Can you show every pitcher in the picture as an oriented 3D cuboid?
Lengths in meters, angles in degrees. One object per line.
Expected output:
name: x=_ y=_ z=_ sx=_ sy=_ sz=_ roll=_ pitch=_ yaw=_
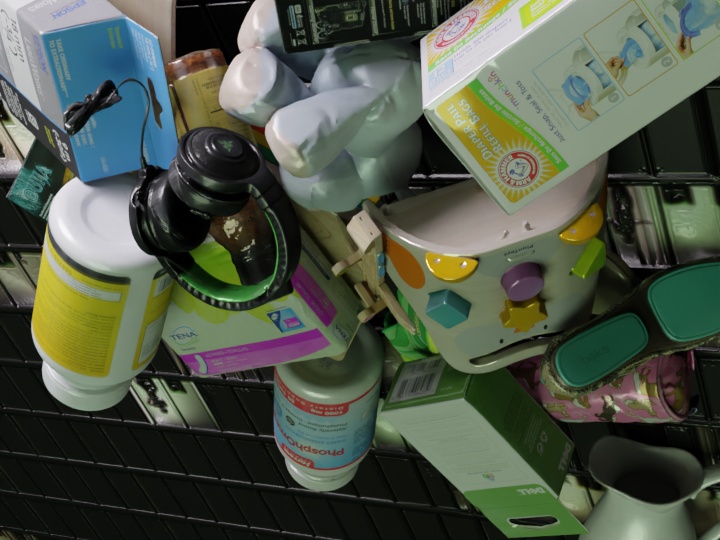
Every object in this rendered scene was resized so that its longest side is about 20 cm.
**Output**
pitcher: x=0.300 y=0.261 z=1.348 sx=0.169 sy=0.122 sz=0.202 roll=3 pitch=127 yaw=5

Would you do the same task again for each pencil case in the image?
pencil case: x=0.201 y=0.099 z=1.230 sx=0.198 sy=0.084 sz=0.086 roll=-9 pitch=148 yaw=37

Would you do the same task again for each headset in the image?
headset: x=-0.132 y=-0.053 z=1.008 sx=0.123 sy=0.094 sz=0.201 roll=-34 pitch=98 yaw=38

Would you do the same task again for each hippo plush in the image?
hippo plush: x=-0.008 y=-0.134 z=1.073 sx=0.197 sy=0.161 sz=0.161 roll=-22 pitch=157 yaw=-6

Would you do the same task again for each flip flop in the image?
flip flop: x=0.143 y=0.013 z=1.186 sx=0.197 sy=0.058 sz=0.082 roll=7 pitch=139 yaw=24

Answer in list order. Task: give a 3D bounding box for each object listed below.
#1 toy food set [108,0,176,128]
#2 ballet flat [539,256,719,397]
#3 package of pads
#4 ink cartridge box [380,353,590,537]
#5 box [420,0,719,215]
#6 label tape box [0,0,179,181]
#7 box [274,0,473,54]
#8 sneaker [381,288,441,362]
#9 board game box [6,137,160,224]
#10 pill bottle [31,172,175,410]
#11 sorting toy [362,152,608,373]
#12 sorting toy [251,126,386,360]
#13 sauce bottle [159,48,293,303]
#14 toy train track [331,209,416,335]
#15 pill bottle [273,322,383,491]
toy food set: x=-0.196 y=-0.211 z=1.140 sx=0.142 sy=0.061 sz=0.201 roll=30 pitch=143 yaw=16
ballet flat: x=0.232 y=0.045 z=1.122 sx=0.069 sy=0.198 sz=0.075 roll=64 pitch=173 yaw=5
package of pads: x=-0.116 y=0.015 z=1.220 sx=0.198 sy=0.069 sz=0.155 roll=-13 pitch=128 yaw=40
ink cartridge box: x=0.121 y=0.157 z=1.227 sx=0.103 sy=0.060 sz=0.200 roll=-15 pitch=128 yaw=44
box: x=0.144 y=-0.149 z=0.899 sx=0.199 sy=0.113 sz=0.101 roll=-34 pitch=116 yaw=20
label tape box: x=-0.224 y=-0.153 z=1.071 sx=0.200 sy=0.063 sz=0.146 roll=40 pitch=149 yaw=36
box: x=0.010 y=-0.248 z=0.922 sx=0.157 sy=0.044 sz=0.202 roll=-8 pitch=136 yaw=1
sneaker: x=0.065 y=0.062 z=1.283 sx=0.083 sy=0.074 sz=0.201 roll=42 pitch=158 yaw=20
board game box: x=-0.259 y=-0.090 z=1.329 sx=0.134 sy=0.028 sz=0.200 roll=34 pitch=142 yaw=-9
pill bottle: x=-0.216 y=0.024 z=1.149 sx=0.111 sy=0.113 sz=0.201 roll=24 pitch=132 yaw=3
sorting toy: x=0.120 y=0.008 z=1.085 sx=0.197 sy=0.108 sz=0.181 roll=-18 pitch=137 yaw=-2
sorting toy: x=-0.070 y=-0.035 z=1.248 sx=0.198 sy=0.070 sz=0.200 roll=26 pitch=143 yaw=0
sauce bottle: x=-0.105 y=-0.071 z=1.083 sx=0.065 sy=0.066 sz=0.203 roll=-14 pitch=96 yaw=40
toy train track: x=0.000 y=0.000 z=1.086 sx=0.115 sy=0.032 sz=0.200 roll=55 pitch=172 yaw=14
pill bottle: x=-0.035 y=0.138 z=1.394 sx=0.107 sy=0.110 sz=0.201 roll=18 pitch=142 yaw=11
